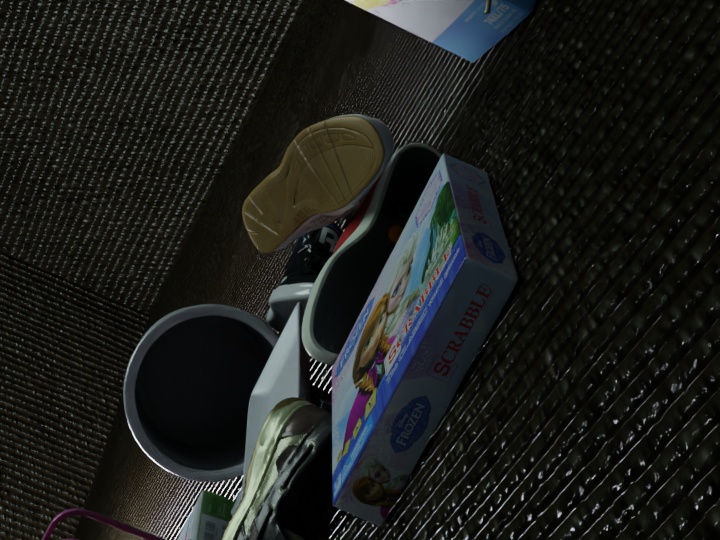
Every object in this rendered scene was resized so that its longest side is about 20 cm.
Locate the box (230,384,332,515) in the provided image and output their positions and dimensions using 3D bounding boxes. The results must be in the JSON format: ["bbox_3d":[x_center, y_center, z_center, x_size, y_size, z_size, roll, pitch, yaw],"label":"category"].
[{"bbox_3d":[-0.058,0.168,1.240,0.138,0.037,0.200,-67,11,-2],"label":"box"}]

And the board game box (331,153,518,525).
[{"bbox_3d":[0.038,0.042,1.031,0.200,0.041,0.201,-94,29,-67],"label":"board game box"}]

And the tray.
[{"bbox_3d":[-0.067,0.110,1.247,0.200,0.022,0.108,-96,31,-69],"label":"tray"}]

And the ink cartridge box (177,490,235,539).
[{"bbox_3d":[-0.167,0.323,1.394,0.104,0.059,0.201,-90,26,-64],"label":"ink cartridge box"}]

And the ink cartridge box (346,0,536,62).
[{"bbox_3d":[0.055,-0.299,1.230,0.146,0.198,0.148,151,141,-72],"label":"ink cartridge box"}]

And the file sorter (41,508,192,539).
[{"bbox_3d":[-0.193,0.288,1.062,0.140,0.124,0.200,-61,19,16],"label":"file sorter"}]

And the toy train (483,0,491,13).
[{"bbox_3d":[0.152,-0.287,1.088,0.115,0.084,0.202,-31,35,49],"label":"toy train"}]

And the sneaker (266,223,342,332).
[{"bbox_3d":[-0.043,-0.002,1.428,0.200,0.072,0.113,146,144,-73],"label":"sneaker"}]

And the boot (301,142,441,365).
[{"bbox_3d":[0.000,0.000,1.237,0.201,0.072,0.144,-62,8,-20],"label":"boot"}]

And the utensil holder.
[{"bbox_3d":[-0.157,0.116,1.495,0.200,0.169,0.171,-173,106,-81],"label":"utensil holder"}]

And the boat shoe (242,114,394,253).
[{"bbox_3d":[-0.025,-0.079,1.220,0.069,0.071,0.200,-19,-8,-39],"label":"boat shoe"}]

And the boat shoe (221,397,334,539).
[{"bbox_3d":[-0.057,0.199,1.095,0.066,0.071,0.203,12,86,45],"label":"boat shoe"}]
